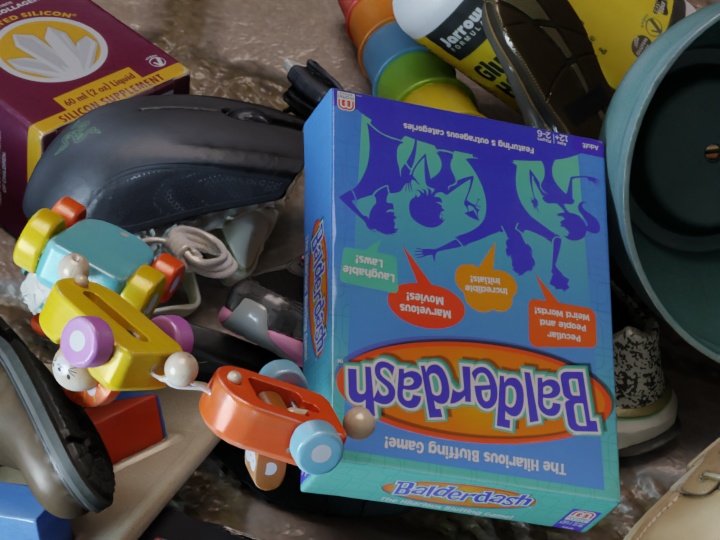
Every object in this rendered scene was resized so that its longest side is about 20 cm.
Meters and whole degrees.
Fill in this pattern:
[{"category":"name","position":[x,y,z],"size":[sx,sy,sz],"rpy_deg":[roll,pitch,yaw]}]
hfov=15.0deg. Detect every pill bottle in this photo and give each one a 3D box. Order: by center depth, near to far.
[{"category":"pill bottle","position":[0.092,-0.161,1.610],"size":[0.199,0.112,0.113],"rpy_deg":[33,35,-15]}]

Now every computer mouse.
[{"category":"computer mouse","position":[-0.088,-0.071,1.471],"size":[0.199,0.053,0.139],"rpy_deg":[-14,31,-13]}]

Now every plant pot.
[{"category":"plant pot","position":[0.206,-0.055,1.446],"size":[0.199,0.202,0.134],"rpy_deg":[-6,12,-16]}]

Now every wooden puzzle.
[{"category":"wooden puzzle","position":[-0.185,0.101,1.313],"size":[0.184,0.047,0.200],"rpy_deg":[5,36,24]}]

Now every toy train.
[{"category":"toy train","position":[-0.088,0.039,1.263],"size":[0.150,0.056,0.200],"rpy_deg":[17,20,-30]}]

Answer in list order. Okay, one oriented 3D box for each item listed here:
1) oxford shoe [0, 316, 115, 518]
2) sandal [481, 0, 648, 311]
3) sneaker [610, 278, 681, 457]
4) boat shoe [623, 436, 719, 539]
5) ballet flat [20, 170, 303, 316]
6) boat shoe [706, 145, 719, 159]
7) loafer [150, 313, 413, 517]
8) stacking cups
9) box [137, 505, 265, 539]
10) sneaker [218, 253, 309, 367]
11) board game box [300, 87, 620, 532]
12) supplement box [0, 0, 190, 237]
[{"category":"oxford shoe","position":[-0.178,0.070,1.273],"size":[0.084,0.073,0.200],"rpy_deg":[-42,38,-9]},{"category":"sandal","position":[0.115,-0.069,1.541],"size":[0.082,0.054,0.201],"rpy_deg":[-30,93,-44]},{"category":"sneaker","position":[0.110,0.009,1.474],"size":[0.077,0.089,0.200],"rpy_deg":[-17,43,-28]},{"category":"boat shoe","position":[0.194,0.110,1.373],"size":[0.072,0.065,0.200],"rpy_deg":[32,44,30]},{"category":"ballet flat","position":[-0.098,-0.009,1.503],"size":[0.199,0.072,0.072],"rpy_deg":[-29,49,-34]},{"category":"boat shoe","position":[0.259,-0.015,1.540],"size":[0.199,0.072,0.068],"rpy_deg":[18,38,15]},{"category":"loafer","position":[-0.049,0.065,1.396],"size":[0.199,0.073,0.072],"rpy_deg":[21,35,17]},{"category":"stacking cups","position":[0.027,-0.127,1.661],"size":[0.060,0.061,0.200],"rpy_deg":[-6,39,-15]},{"category":"box","position":[-0.047,0.206,1.227],"size":[0.197,0.050,0.200],"rpy_deg":[15,37,17]},{"category":"sneaker","position":[0.000,0.000,1.414],"size":[0.079,0.096,0.200],"rpy_deg":[28,16,26]},{"category":"board game box","position":[0.048,0.019,1.341],"size":[0.151,0.045,0.201],"rpy_deg":[9,62,-19]},{"category":"supplement box","position":[-0.202,-0.108,1.586],"size":[0.110,0.086,0.200],"rpy_deg":[-26,48,-35]}]
